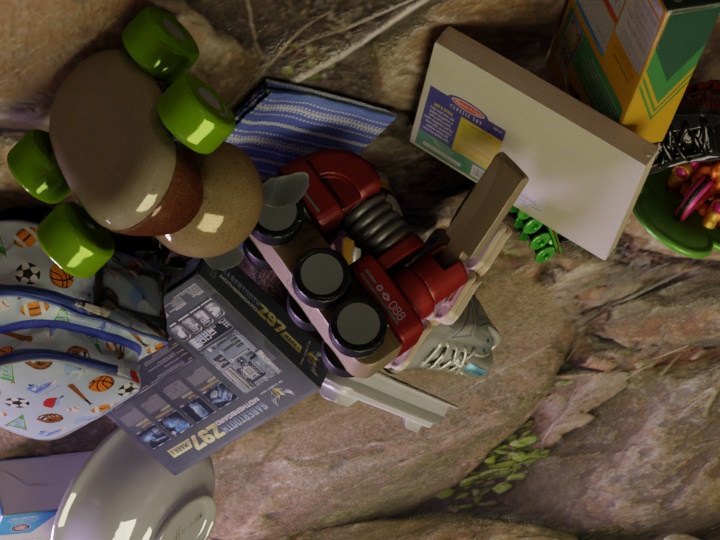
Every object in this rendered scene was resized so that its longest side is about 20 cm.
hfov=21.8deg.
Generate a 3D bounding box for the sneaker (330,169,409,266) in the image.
[{"bbox_3d":[0.000,0.000,1.687,0.075,0.090,0.200,-13,149,-12],"label":"sneaker"}]

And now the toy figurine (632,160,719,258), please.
[{"bbox_3d":[0.341,-0.121,1.657,0.184,0.150,0.200,-58,165,29],"label":"toy figurine"}]

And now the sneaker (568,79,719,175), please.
[{"bbox_3d":[0.252,-0.114,1.570,0.200,0.098,0.071,5,127,28],"label":"sneaker"}]

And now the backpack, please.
[{"bbox_3d":[-0.274,0.044,1.538,0.190,0.154,0.200,29,131,-35],"label":"backpack"}]

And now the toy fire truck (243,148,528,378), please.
[{"bbox_3d":[0.024,-0.036,1.534,0.200,0.176,0.129,-34,169,-15],"label":"toy fire truck"}]

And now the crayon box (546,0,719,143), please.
[{"bbox_3d":[0.213,-0.188,1.481,0.051,0.126,0.200,-11,149,-17],"label":"crayon box"}]

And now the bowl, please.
[{"bbox_3d":[-0.207,0.242,1.858,0.201,0.090,0.201,-43,151,-30],"label":"bowl"}]

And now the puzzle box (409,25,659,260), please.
[{"bbox_3d":[0.137,-0.103,1.529,0.025,0.200,0.133,-50,166,-32],"label":"puzzle box"}]

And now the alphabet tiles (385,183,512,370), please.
[{"bbox_3d":[0.074,0.004,1.651,0.015,0.196,0.200,33,171,-12],"label":"alphabet tiles"}]

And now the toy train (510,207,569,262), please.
[{"bbox_3d":[0.163,-0.070,1.729,0.056,0.042,0.200,-32,149,-1],"label":"toy train"}]

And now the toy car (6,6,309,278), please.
[{"bbox_3d":[-0.132,-0.071,1.415,0.164,0.158,0.200,-43,140,18],"label":"toy car"}]

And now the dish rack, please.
[{"bbox_3d":[-0.018,0.101,1.776,0.200,0.171,0.044,25,87,-52],"label":"dish rack"}]

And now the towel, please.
[{"bbox_3d":[-0.080,-0.080,1.578,0.144,0.024,0.200,9,138,-42],"label":"towel"}]

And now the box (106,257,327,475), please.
[{"bbox_3d":[-0.150,0.083,1.673,0.200,0.051,0.158,-33,112,34],"label":"box"}]

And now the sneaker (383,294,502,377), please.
[{"bbox_3d":[0.084,0.068,1.775,0.075,0.087,0.200,-47,171,29],"label":"sneaker"}]

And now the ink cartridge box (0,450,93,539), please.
[{"bbox_3d":[-0.343,0.270,1.935,0.115,0.067,0.200,-3,145,-28],"label":"ink cartridge box"}]
